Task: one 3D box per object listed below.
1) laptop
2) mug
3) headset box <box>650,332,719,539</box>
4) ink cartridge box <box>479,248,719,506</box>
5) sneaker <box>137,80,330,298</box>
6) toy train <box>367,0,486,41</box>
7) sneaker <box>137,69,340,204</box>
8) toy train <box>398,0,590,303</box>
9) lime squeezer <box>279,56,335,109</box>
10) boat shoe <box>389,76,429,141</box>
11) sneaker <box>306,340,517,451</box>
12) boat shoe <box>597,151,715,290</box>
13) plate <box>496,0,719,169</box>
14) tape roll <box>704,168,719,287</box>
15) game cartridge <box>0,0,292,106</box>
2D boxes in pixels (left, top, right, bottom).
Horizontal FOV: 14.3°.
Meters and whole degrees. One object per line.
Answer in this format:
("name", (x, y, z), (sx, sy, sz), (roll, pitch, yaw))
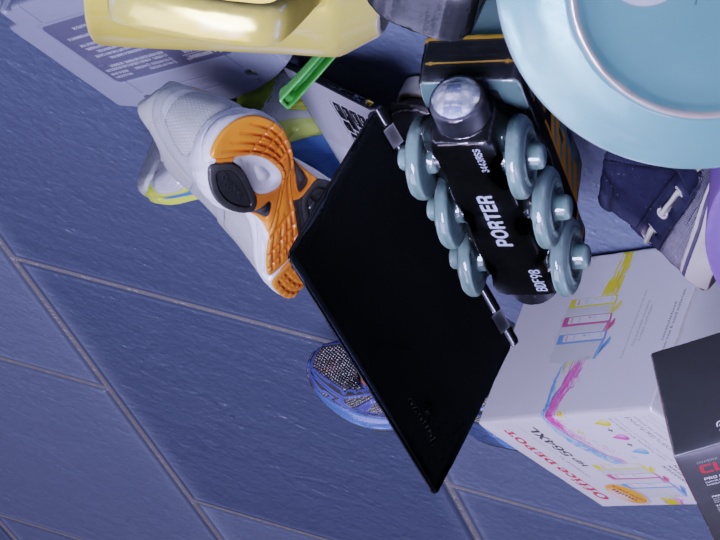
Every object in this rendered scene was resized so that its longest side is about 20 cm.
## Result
("laptop", (0.000, 0.000, 1.715), (0.200, 0.116, 0.188), (31, 156, 58))
("mug", (-0.059, -0.164, 1.512), (0.152, 0.187, 0.150), (12, 151, 6))
("headset box", (0.257, 0.094, 1.624), (0.148, 0.075, 0.200), (-17, 142, 10))
("ink cartridge box", (0.186, 0.072, 1.879), (0.128, 0.126, 0.200), (35, 156, -28))
("sneaker", (-0.073, -0.058, 1.777), (0.092, 0.076, 0.200), (36, 168, 31))
("toy train", (0.052, -0.195, 1.395), (0.085, 0.114, 0.200), (22, 159, 3))
("sneaker", (-0.066, -0.067, 1.877), (0.105, 0.076, 0.200), (32, 157, -22))
("toy train", (0.083, -0.065, 1.643), (0.085, 0.114, 0.200), (0, 149, 20))
("lime squeezer", (0.033, -0.162, 1.571), (0.200, 0.071, 0.038), (-27, 115, 26))
("boat shoe", (0.043, -0.051, 1.822), (0.072, 0.060, 0.200), (19, 158, 10))
("sneaker", (0.053, 0.075, 2.117), (0.199, 0.076, 0.079), (5, 145, 21))
("boat shoe", (0.187, -0.068, 1.626), (0.093, 0.075, 0.200), (36, 151, 13))
("plate", (0.162, -0.139, 1.340), (0.200, 0.201, 0.026), (29, -163, -14))
("tape roll", (0.279, -0.043, 1.477), (0.199, 0.085, 0.200), (6, 140, 5))
("game cartridge", (-0.129, -0.153, 1.793), (0.133, 0.041, 0.200), (39, 154, -27))
